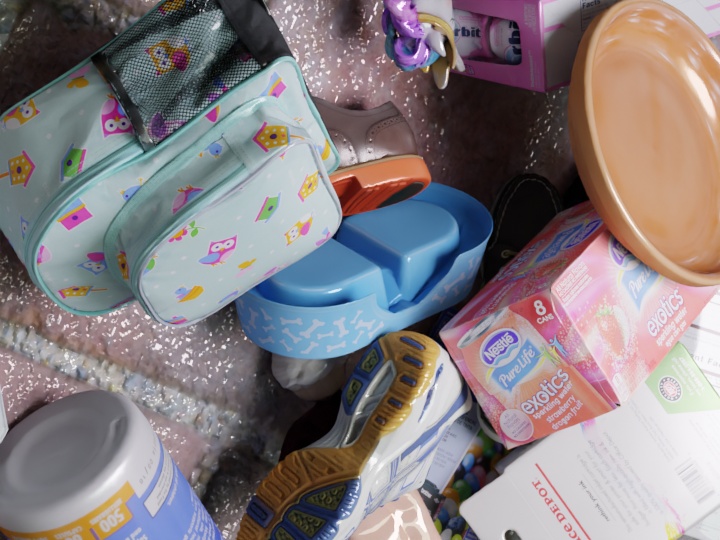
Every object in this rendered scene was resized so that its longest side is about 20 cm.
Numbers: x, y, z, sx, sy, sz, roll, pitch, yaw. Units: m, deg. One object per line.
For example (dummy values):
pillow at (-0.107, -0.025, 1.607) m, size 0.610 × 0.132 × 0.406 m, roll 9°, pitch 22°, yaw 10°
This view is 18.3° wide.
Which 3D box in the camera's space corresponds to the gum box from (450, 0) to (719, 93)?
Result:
gum box at (0.148, -0.183, 1.566) m, size 0.200 × 0.113 × 0.066 m, roll -21°, pitch 114°, yaw -37°

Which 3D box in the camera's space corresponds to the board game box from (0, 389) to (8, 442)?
board game box at (-0.307, 0.040, 1.275) m, size 0.200 × 0.026 × 0.201 m, roll -23°, pitch 116°, yaw -36°

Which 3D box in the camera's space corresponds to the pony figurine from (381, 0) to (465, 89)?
pony figurine at (0.026, -0.236, 1.433) m, size 0.193 × 0.166 × 0.201 m, roll 27°, pitch 66°, yaw -54°

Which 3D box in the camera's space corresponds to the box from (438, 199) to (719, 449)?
box at (0.154, 0.023, 1.500) m, size 0.095 × 0.102 × 0.200 m, roll 59°, pitch 39°, yaw -9°

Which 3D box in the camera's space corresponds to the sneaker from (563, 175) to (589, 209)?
sneaker at (0.205, -0.055, 1.678) m, size 0.077 × 0.076 × 0.200 m, roll 34°, pitch 79°, yaw -38°

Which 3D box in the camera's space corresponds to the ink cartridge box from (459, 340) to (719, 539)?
ink cartridge box at (0.177, 0.154, 1.608) m, size 0.200 × 0.067 × 0.117 m, roll -35°, pitch 91°, yaw -3°

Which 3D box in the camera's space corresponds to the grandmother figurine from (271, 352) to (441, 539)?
grandmother figurine at (-0.008, 0.127, 1.527) m, size 0.121 × 0.061 × 0.200 m, roll -30°, pitch 106°, yaw -30°

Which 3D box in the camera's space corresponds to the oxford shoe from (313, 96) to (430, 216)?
oxford shoe at (-0.052, -0.072, 1.464) m, size 0.200 × 0.071 × 0.073 m, roll -7°, pitch 73°, yaw -33°

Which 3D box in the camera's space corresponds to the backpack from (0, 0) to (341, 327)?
backpack at (-0.116, -0.056, 1.304) m, size 0.200 × 0.154 × 0.176 m, roll -27°, pitch 158°, yaw -1°

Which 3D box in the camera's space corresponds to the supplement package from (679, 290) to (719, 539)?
supplement package at (0.244, 0.093, 1.702) m, size 0.109 × 0.114 × 0.201 m, roll 18°, pitch 90°, yaw -4°

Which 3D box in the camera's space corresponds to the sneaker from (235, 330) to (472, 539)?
sneaker at (0.003, 0.138, 1.462) m, size 0.200 × 0.075 × 0.088 m, roll -50°, pitch 139°, yaw 1°

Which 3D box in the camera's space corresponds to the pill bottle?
pill bottle at (-0.144, 0.181, 1.402) m, size 0.112 × 0.112 × 0.200 m, roll -46°, pitch 127°, yaw -23°

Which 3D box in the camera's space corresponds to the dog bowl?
dog bowl at (0.000, 0.000, 1.490) m, size 0.200 × 0.111 × 0.050 m, roll -24°, pitch 130°, yaw -36°

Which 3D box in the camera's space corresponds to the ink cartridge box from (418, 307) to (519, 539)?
ink cartridge box at (0.066, 0.137, 1.632) m, size 0.119 × 0.042 × 0.200 m, roll 30°, pitch 79°, yaw -43°

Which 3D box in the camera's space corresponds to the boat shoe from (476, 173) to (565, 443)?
boat shoe at (0.120, 0.021, 1.589) m, size 0.061 × 0.071 × 0.202 m, roll 96°, pitch -2°, yaw -74°

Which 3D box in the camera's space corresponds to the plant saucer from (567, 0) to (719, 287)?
plant saucer at (0.201, -0.083, 1.492) m, size 0.200 × 0.037 × 0.201 m, roll 22°, pitch 59°, yaw -41°
